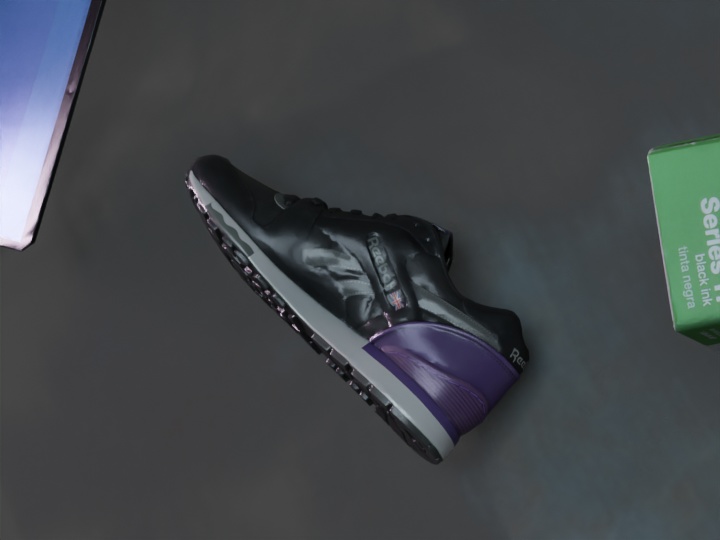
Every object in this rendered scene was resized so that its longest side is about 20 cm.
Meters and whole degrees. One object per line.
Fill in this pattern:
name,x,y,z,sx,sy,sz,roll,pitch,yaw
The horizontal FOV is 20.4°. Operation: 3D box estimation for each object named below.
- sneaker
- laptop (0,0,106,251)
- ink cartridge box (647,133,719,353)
sneaker,0.000,0.000,1.006,0.088,0.076,0.200,-44,73,-7
laptop,-0.252,-0.121,1.082,0.199,0.103,0.178,17,86,-12
ink cartridge box,0.240,-0.022,0.874,0.199,0.147,0.084,-11,79,18
